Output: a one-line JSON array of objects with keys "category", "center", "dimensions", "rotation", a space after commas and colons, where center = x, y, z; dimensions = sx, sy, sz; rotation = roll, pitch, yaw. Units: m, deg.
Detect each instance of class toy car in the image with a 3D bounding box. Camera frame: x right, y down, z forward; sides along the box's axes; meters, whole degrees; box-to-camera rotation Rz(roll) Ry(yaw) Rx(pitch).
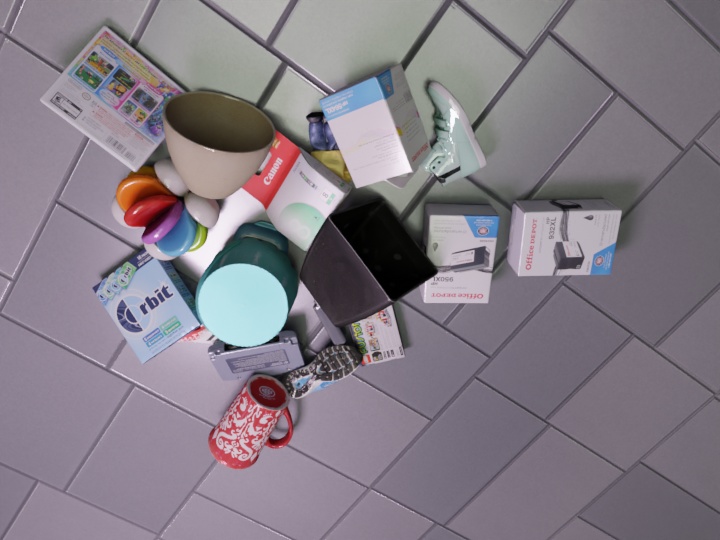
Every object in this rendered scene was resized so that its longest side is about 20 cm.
[{"category": "toy car", "center": [-0.393, -0.109, 1.074], "dimensions": [0.175, 0.150, 0.200], "rotation": [-35, 110, 13]}]

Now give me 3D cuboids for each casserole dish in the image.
[{"category": "casserole dish", "center": [-0.231, -0.010, 1.183], "dimensions": [0.121, 0.039, 0.200], "rotation": [16, 111, -9]}]

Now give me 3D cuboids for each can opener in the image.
[{"category": "can opener", "center": [-0.071, 0.074, 1.214], "dimensions": [0.067, 0.053, 0.200], "rotation": [-24, 113, 10]}]

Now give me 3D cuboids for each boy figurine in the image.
[{"category": "boy figurine", "center": [-0.055, -0.213, 1.084], "dimensions": [0.124, 0.064, 0.200], "rotation": [-7, 114, 3]}]

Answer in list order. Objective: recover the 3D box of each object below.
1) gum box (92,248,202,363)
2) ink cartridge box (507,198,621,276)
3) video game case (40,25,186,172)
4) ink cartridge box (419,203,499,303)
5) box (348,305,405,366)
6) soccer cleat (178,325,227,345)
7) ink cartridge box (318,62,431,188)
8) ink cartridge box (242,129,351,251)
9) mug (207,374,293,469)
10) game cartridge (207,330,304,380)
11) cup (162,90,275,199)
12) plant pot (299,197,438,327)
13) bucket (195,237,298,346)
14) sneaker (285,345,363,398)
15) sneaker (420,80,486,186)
[{"category": "gum box", "center": [-0.456, 0.073, 1.177], "dimensions": [0.170, 0.045, 0.200], "rotation": [-34, 91, 13]}, {"category": "ink cartridge box", "center": [0.425, -0.069, 1.145], "dimensions": [0.199, 0.084, 0.145], "rotation": [-1, 114, -1]}, {"category": "video game case", "center": [-0.447, -0.318, 1.013], "dimensions": [0.200, 0.024, 0.182], "rotation": [38, 81, -16]}, {"category": "ink cartridge box", "center": [0.206, -0.035, 1.156], "dimensions": [0.144, 0.084, 0.201], "rotation": [1, 114, -1]}, {"category": "box", "center": [0.029, 0.119, 1.246], "dimensions": [0.110, 0.035, 0.200], "rotation": [-13, 113, 4]}, {"category": "soccer cleat", "center": [-0.329, 0.143, 1.232], "dimensions": [0.199, 0.069, 0.085], "rotation": [-16, 109, 1]}, {"category": "ink cartridge box", "center": [0.037, -0.255, 1.009], "dimensions": [0.125, 0.129, 0.200], "rotation": [-11, 113, 31]}, {"category": "ink cartridge box", "center": [-0.141, -0.159, 1.073], "dimensions": [0.200, 0.050, 0.161], "rotation": [36, 122, -4]}, {"category": "mug", "center": [-0.244, 0.349, 1.291], "dimensions": [0.177, 0.133, 0.200], "rotation": [0, 131, -49]}, {"category": "game cartridge", "center": [-0.233, 0.199, 1.245], "dimensions": [0.199, 0.042, 0.133], "rotation": [-10, 144, -2]}, {"category": "cup", "center": [-0.272, -0.221, 1.022], "dimensions": [0.200, 0.201, 0.143], "rotation": [17, 131, -8]}, {"category": "plant pot", "center": [0.000, 0.000, 1.091], "dimensions": [0.200, 0.199, 0.177], "rotation": [52, 126, 8]}, {"category": "bucket", "center": [-0.229, 0.047, 1.108], "dimensions": [0.207, 0.135, 0.208], "rotation": [0, 109, -1]}, {"category": "sneaker", "center": [-0.078, 0.232, 1.273], "dimensions": [0.200, 0.090, 0.079], "rotation": [-28, 73, 20]}, {"category": "sneaker", "center": [0.154, -0.259, 1.060], "dimensions": [0.118, 0.074, 0.201], "rotation": [-32, 113, 5]}]
